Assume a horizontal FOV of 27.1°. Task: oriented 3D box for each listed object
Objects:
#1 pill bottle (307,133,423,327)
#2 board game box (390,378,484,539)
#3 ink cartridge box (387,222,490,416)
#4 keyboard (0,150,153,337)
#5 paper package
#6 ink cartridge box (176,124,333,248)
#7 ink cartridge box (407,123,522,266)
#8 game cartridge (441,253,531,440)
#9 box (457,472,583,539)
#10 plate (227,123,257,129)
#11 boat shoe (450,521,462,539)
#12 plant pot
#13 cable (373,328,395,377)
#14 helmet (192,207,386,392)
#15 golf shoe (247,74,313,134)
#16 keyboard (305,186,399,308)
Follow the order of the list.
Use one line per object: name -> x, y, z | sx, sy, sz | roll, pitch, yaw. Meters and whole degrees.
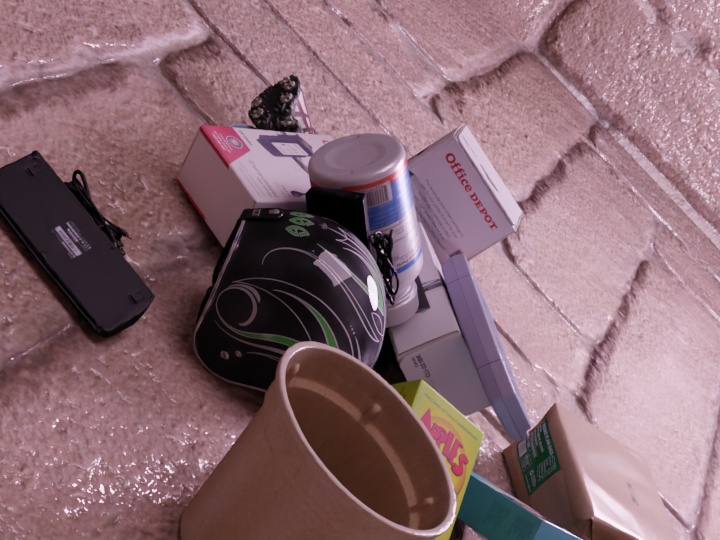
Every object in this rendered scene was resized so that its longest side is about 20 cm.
pill bottle -> 0.011, -0.041, 1.672 | 0.113, 0.111, 0.202 | -92, 173, -59
board game box -> 0.045, 0.219, 1.452 | 0.101, 0.047, 0.202 | 41, 55, -28
ink cartridge box -> 0.080, 0.066, 1.799 | 0.201, 0.083, 0.145 | -106, 171, -47
keyboard -> -0.278, -0.024, 1.449 | 0.104, 0.040, 0.201 | -31, 78, -42
paper package -> 0.286, 0.293, 1.822 | 0.190, 0.103, 0.201 | 33, 27, -29
ink cartridge box -> -0.091, -0.091, 1.749 | 0.198, 0.085, 0.145 | 0, 41, -42
ink cartridge box -> 0.089, -0.072, 1.927 | 0.148, 0.199, 0.083 | 56, 21, -7
game cartridge -> 0.145, 0.086, 1.741 | 0.134, 0.040, 0.202 | 65, 6, -55
box -> 0.151, 0.263, 1.586 | 0.082, 0.050, 0.199 | 31, -3, -32
plate -> -0.104, -0.106, 1.904 | 0.200, 0.026, 0.201 | 39, 23, -20
boat shoe -> 0.046, 0.249, 1.522 | 0.199, 0.065, 0.074 | 23, 30, -45
plant pot -> -0.050, 0.198, 1.286 | 0.200, 0.183, 0.201 | 37, 25, -20
cable -> -0.015, 0.047, 1.773 | 0.163, 0.051, 0.200 | 44, 22, -6
helmet -> -0.064, 0.043, 1.539 | 0.189, 0.201, 0.201 | 24, 26, -7
golf shoe -> -0.095, -0.179, 1.943 | 0.088, 0.077, 0.201 | 55, 17, -34
keyboard -> 0.000, 0.000, 1.621 | 0.103, 0.202, 0.040 | 13, 36, 28
